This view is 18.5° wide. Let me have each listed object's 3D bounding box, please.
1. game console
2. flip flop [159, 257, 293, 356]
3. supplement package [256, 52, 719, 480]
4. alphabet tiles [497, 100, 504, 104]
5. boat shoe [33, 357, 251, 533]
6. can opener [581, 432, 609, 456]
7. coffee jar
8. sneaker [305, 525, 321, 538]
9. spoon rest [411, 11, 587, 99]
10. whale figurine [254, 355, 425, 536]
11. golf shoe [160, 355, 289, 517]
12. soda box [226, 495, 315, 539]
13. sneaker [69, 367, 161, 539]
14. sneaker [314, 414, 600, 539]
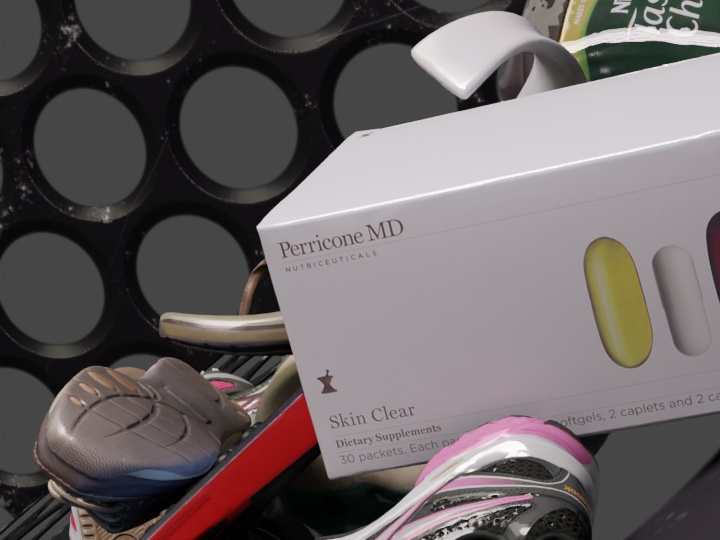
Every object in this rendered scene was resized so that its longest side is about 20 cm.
[{"bbox_3d":[-0.094,0.128,0.998,0.177,0.031,0.200,-37,-6,-36],"label":"game console"},{"bbox_3d":[0.000,0.000,1.049,0.199,0.058,0.081,-17,-7,7],"label":"flip flop"},{"bbox_3d":[0.083,-0.008,0.903,0.199,0.112,0.156,-12,14,19],"label":"supplement package"},{"bbox_3d":[0.137,-0.052,1.173,0.199,0.015,0.196,-31,45,14],"label":"alphabet tiles"},{"bbox_3d":[-0.110,0.094,1.067,0.073,0.074,0.200,-54,-12,9],"label":"boat shoe"},{"bbox_3d":[0.036,0.120,0.934,0.063,0.079,0.200,20,54,39],"label":"can opener"},{"bbox_3d":[0.173,-0.108,1.103,0.199,0.086,0.105,3,54,23],"label":"coffee jar"},{"bbox_3d":[-0.051,0.143,1.280,0.077,0.079,0.200,-30,3,-16],"label":"sneaker"},{"bbox_3d":[0.089,-0.061,1.061,0.061,0.099,0.200,-44,-35,-4],"label":"spoon rest"},{"bbox_3d":[0.049,0.076,1.086,0.199,0.104,0.159,-13,25,21],"label":"whale figurine"},{"bbox_3d":[-0.025,0.081,1.193,0.199,0.077,0.088,-24,42,1],"label":"golf shoe"},{"bbox_3d":[-0.078,0.190,1.068,0.071,0.063,0.200,-36,6,30],"label":"soda box"},{"bbox_3d":[-0.152,0.167,1.334,0.071,0.201,0.112,6,-21,-19],"label":"sneaker"},{"bbox_3d":[0.006,0.136,0.827,0.200,0.080,0.086,-45,13,13],"label":"sneaker"}]
